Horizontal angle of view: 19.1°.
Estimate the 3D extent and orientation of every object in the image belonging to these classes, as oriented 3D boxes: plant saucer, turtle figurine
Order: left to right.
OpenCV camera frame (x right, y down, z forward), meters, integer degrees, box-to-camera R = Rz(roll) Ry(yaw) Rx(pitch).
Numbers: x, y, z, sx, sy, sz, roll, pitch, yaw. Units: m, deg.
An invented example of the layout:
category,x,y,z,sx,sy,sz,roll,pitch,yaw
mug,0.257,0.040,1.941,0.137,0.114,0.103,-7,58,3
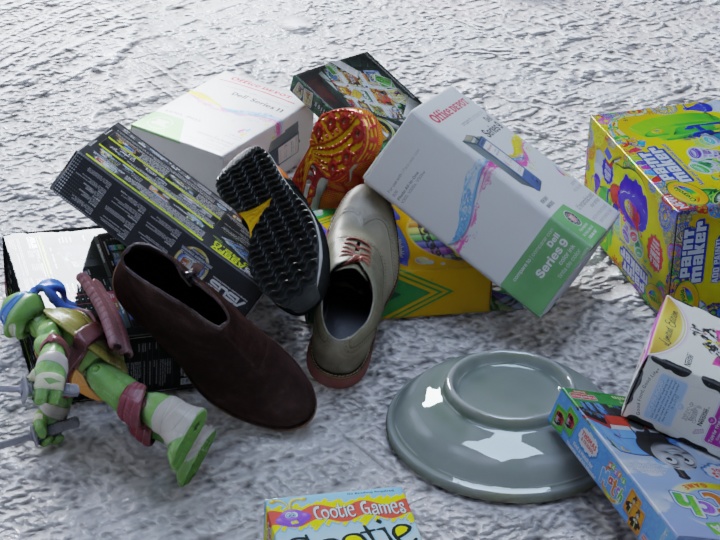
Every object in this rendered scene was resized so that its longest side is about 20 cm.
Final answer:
category,x,y,z,sx,sy,sz,roll,pitch,yaw
turtle figurine,-0.222,0.114,1.648,0.193,0.144,0.200,28,43,11
plant saucer,0.120,0.112,1.741,0.199,0.050,0.200,2,29,-1

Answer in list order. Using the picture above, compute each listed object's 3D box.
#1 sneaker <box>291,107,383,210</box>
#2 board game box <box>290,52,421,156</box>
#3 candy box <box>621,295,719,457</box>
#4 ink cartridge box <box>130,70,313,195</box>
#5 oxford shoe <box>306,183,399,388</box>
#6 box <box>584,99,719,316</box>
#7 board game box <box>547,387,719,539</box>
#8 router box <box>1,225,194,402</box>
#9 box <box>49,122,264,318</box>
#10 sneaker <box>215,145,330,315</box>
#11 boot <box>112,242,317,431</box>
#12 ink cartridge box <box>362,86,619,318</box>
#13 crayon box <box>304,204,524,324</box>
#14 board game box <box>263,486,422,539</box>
category,x,y,z,sx,sy,sz,roll,pitch,yaw
sneaker,-0.009,-0.099,1.974,0.077,0.200,0.073,-5,73,-18
board game box,0.032,-0.138,2.107,0.105,0.024,0.200,-19,54,-42
candy box,0.315,0.103,1.695,0.199,0.061,0.136,22,24,6
ink cartridge box,-0.125,-0.138,2.137,0.117,0.068,0.200,20,34,26
oxford shoe,0.000,0.000,1.828,0.070,0.075,0.201,8,57,-2
box,0.332,-0.059,1.981,0.192,0.122,0.200,-8,31,-16
board game box,0.251,0.164,1.633,0.151,0.037,0.200,9,26,-27
router box,-0.220,0.032,1.841,0.149,0.062,0.200,-6,31,-15
box,-0.160,-0.042,1.860,0.200,0.044,0.160,36,15,-3
sneaker,-0.055,-0.023,1.821,0.070,0.090,0.200,-38,42,9
boot,-0.113,0.055,1.675,0.200,0.072,0.166,38,-9,-2
ink cartridge box,0.118,-0.064,1.901,0.200,0.088,0.145,36,20,7
crayon box,0.040,-0.010,1.945,0.199,0.052,0.126,-3,31,-11
board game box,0.000,0.248,1.442,0.104,0.103,0.200,-4,31,-12
